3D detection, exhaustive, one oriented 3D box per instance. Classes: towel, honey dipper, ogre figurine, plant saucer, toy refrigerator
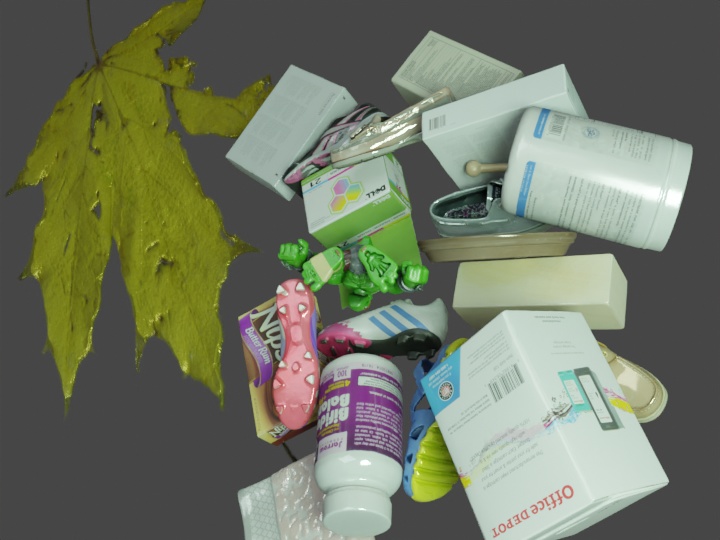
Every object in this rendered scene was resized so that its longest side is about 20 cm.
[{"bbox_3d":[-0.070,0.342,1.071,0.189,0.032,0.203,-28,53,18],"label":"towel"},{"bbox_3d":[0.236,-0.134,1.088,0.195,0.038,0.039,-1,62,11],"label":"honey dipper"},{"bbox_3d":[0.000,0.000,1.126,0.196,0.120,0.100,-12,79,13],"label":"ogre figurine"},{"bbox_3d":[0.168,-0.028,1.026,0.196,0.199,0.030,-4,89,32],"label":"plant saucer"},{"bbox_3d":[0.220,0.027,1.024,0.196,0.076,0.071,-3,62,33],"label":"toy refrigerator"}]

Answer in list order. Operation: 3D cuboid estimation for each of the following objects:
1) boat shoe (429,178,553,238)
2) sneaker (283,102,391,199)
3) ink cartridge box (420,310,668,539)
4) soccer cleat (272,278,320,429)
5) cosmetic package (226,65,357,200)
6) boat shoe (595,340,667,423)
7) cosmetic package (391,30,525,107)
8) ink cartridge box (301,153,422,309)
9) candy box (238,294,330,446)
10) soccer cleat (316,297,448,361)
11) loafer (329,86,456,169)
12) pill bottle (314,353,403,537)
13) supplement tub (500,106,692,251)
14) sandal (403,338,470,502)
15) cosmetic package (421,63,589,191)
[{"bbox_3d":[0.184,-0.085,1.113,0.197,0.071,0.071,-12,58,28],"label":"boat shoe"},{"bbox_3d":[-0.038,-0.194,1.331,0.198,0.081,0.087,-31,43,1],"label":"sneaker"},{"bbox_3d":[0.188,0.167,0.870,0.147,0.144,0.203,-44,56,38],"label":"ink cartridge box"},{"bbox_3d":[-0.082,0.112,1.123,0.065,0.076,0.205,-7,76,12],"label":"soccer cleat"},{"bbox_3d":[-0.118,-0.236,1.405,0.150,0.052,0.202,32,84,42],"label":"cosmetic package"},{"bbox_3d":[0.253,0.112,0.958,0.198,0.069,0.075,22,77,40],"label":"boat shoe"},{"bbox_3d":[0.151,-0.270,1.239,0.104,0.073,0.199,-50,49,-1],"label":"cosmetic package"},{"bbox_3d":[0.001,-0.070,1.225,0.146,0.076,0.203,-26,52,19],"label":"ink cartridge box"},{"bbox_3d":[-0.104,0.133,1.195,0.115,0.056,0.203,-28,54,17],"label":"candy box"},{"bbox_3d":[0.033,0.082,1.134,0.196,0.070,0.087,-6,42,31],"label":"soccer cleat"},{"bbox_3d":[0.045,-0.201,1.174,0.196,0.072,0.064,-18,95,5],"label":"loafer"},{"bbox_3d":[-0.002,0.215,1.026,0.110,0.112,0.203,-18,47,24],"label":"pill bottle"},{"bbox_3d":[0.276,-0.110,0.986,0.196,0.132,0.134,17,72,13],"label":"supplement tub"},{"bbox_3d":[0.093,0.185,1.030,0.086,0.079,0.204,-7,58,53],"label":"sandal"},{"bbox_3d":[0.200,-0.178,1.103,0.196,0.151,0.053,-14,54,26],"label":"cosmetic package"}]
